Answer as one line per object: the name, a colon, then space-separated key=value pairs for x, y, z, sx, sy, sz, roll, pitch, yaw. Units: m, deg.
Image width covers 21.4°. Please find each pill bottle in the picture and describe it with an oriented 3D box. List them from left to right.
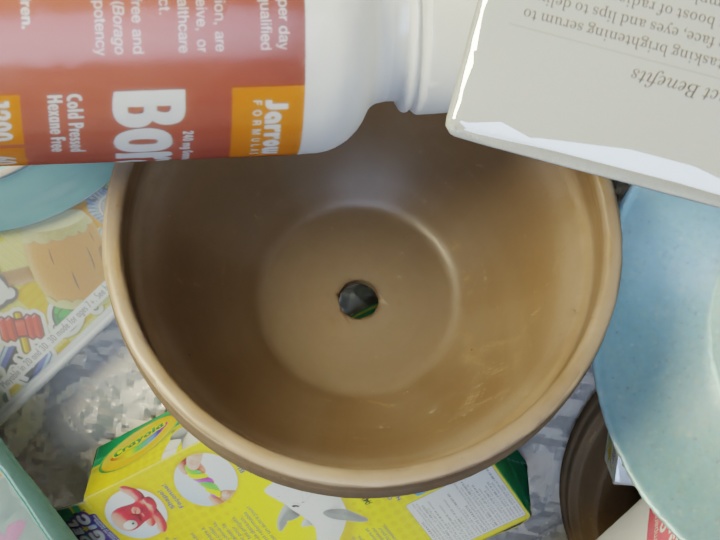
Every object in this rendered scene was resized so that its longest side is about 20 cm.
pill bottle: x=-0.060 y=-0.096 z=0.692 sx=0.200 sy=0.112 sz=0.112 roll=-3 pitch=120 yaw=-6

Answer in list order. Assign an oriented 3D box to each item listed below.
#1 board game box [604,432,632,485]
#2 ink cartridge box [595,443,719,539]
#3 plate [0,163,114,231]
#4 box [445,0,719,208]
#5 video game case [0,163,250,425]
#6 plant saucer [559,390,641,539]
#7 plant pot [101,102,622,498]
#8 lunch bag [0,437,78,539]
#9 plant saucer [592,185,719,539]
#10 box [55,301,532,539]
board game box: x=0.212 y=0.031 z=0.808 sx=0.200 sy=0.034 sz=0.135 roll=5 pitch=105 yaw=-1
ink cartridge box: x=0.160 y=0.174 z=0.838 sx=0.145 sy=0.085 sz=0.200 roll=20 pitch=138 yaw=-14
plate: x=-0.173 y=-0.098 z=0.764 sx=0.200 sy=0.026 sz=0.200 roll=1 pitch=120 yaw=2
box: x=0.110 y=-0.128 z=0.638 sx=0.106 sy=0.152 sz=0.200 roll=15 pitch=97 yaw=6
video game case: x=-0.180 y=-0.032 z=0.827 sx=0.182 sy=0.023 sz=0.200 roll=41 pitch=114 yaw=-18
plant saucer: x=0.192 y=0.107 z=0.882 sx=0.200 sy=0.029 sz=0.200 roll=1 pitch=121 yaw=2
plant pot: x=0.000 y=0.000 z=0.770 sx=0.200 sy=0.201 sz=0.093 roll=5 pitch=160 yaw=0
lunch bag: x=-0.230 y=0.122 z=0.854 sx=0.200 sy=0.122 sz=0.170 roll=-19 pitch=117 yaw=23
plant saucer: x=0.181 y=0.024 z=0.717 sx=0.201 sy=0.039 sz=0.201 roll=1 pitch=92 yaw=38
box: x=-0.035 y=0.104 z=0.884 sx=0.200 sy=0.048 sz=0.117 roll=-28 pitch=115 yaw=15
